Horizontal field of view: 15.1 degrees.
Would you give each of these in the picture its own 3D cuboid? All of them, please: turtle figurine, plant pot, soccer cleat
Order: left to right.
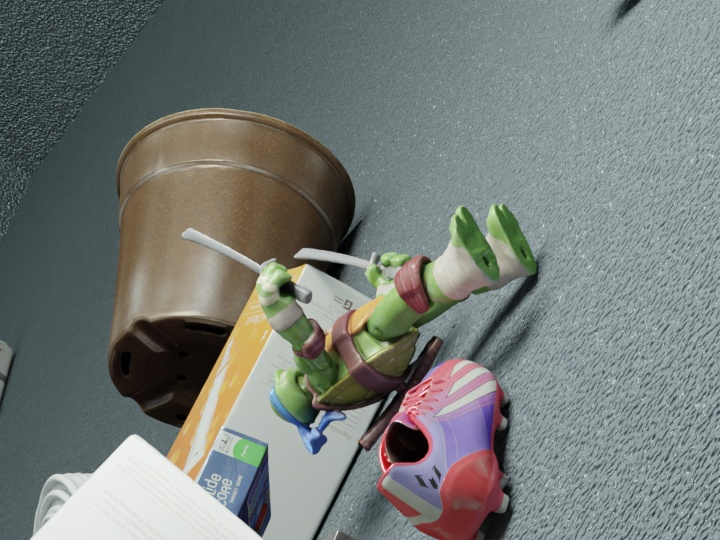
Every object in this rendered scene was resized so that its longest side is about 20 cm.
[{"bbox_3d":[-0.113,0.010,2.184,0.200,0.200,0.199,-46,27,45],"label":"plant pot"},{"bbox_3d":[0.000,0.000,1.756,0.194,0.144,0.200,-29,49,24],"label":"turtle figurine"},{"bbox_3d":[0.044,0.097,1.625,0.067,0.076,0.200,-55,14,20],"label":"soccer cleat"}]

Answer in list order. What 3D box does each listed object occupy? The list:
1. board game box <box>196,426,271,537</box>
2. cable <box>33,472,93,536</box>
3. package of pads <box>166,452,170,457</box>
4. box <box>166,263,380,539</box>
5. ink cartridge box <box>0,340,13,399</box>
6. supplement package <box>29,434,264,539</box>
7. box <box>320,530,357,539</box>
[{"bbox_3d":[-0.110,0.214,1.717,0.135,0.034,0.200,93,-161,-65],"label":"board game box"},{"bbox_3d":[-0.177,0.240,1.936,0.200,0.069,0.200,101,151,-42],"label":"cable"},{"bbox_3d":[-0.151,0.221,2.081,0.200,0.076,0.121,-52,14,31],"label":"package of pads"},{"bbox_3d":[-0.060,0.108,1.939,0.200,0.097,0.124,-63,14,-12],"label":"box"},{"bbox_3d":[-0.542,0.145,3.528,0.084,0.146,0.200,-56,13,22],"label":"ink cartridge box"},{"bbox_3d":[-0.148,0.219,1.575,0.200,0.117,0.117,-46,-26,-16],"label":"supplement package"},{"bbox_3d":[-0.060,0.261,1.719,0.200,0.048,0.159,-37,27,60],"label":"box"}]
